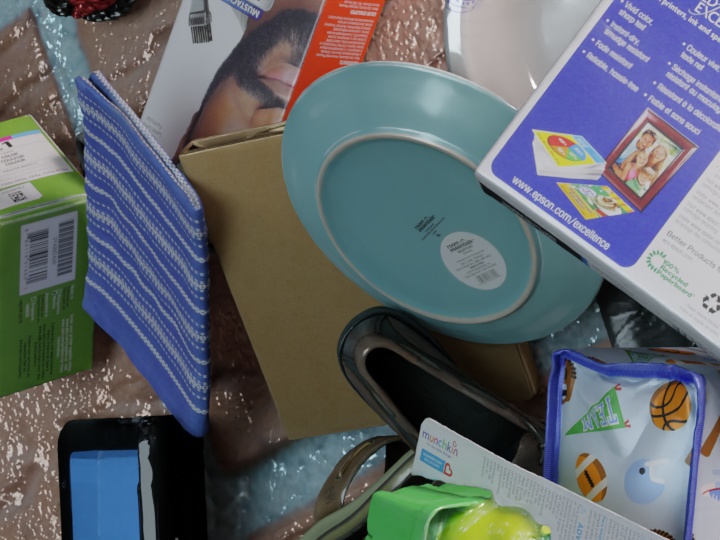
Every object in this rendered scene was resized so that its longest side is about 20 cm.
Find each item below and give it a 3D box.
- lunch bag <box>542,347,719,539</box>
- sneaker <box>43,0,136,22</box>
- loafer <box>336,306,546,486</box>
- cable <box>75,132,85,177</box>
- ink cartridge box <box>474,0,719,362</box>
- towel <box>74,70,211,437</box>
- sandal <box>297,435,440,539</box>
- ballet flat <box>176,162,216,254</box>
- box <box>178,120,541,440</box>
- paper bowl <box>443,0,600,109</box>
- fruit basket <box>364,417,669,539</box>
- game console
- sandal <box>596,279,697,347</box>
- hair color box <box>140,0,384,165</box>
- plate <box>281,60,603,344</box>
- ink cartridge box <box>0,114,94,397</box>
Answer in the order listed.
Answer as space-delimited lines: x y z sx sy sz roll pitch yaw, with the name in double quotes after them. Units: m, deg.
0.183 0.146 1.557 0.123 0.169 0.202 9 94 43 "lunch bag"
-0.154 -0.243 1.860 0.200 0.079 0.096 -38 49 50 "sneaker"
0.066 0.101 1.653 0.200 0.063 0.072 39 96 -6 "loafer"
-0.134 -0.021 1.865 0.050 0.097 0.201 -23 79 -7 "cable"
0.195 -0.069 1.496 0.197 0.047 0.200 37 85 16 "ink cartridge box"
-0.133 -0.007 1.775 0.145 0.024 0.201 49 151 37 "towel"
0.005 0.134 1.754 0.201 0.080 0.058 -37 63 32 "sandal"
-0.033 -0.038 1.742 0.199 0.074 0.075 2 91 12 "ballet flat"
0.000 0.000 1.702 0.162 0.021 0.201 -11 116 21 "box"
0.150 -0.135 1.597 0.199 0.104 0.202 2 102 11 "paper bowl"
0.085 0.192 1.486 0.199 0.093 0.187 21 107 40 "fruit basket"
-0.157 0.195 1.860 0.116 0.176 0.202 -4 88 9 "game console"
0.141 -0.034 1.665 0.075 0.048 0.201 -33 70 33 "sandal"
-0.058 -0.143 1.813 0.111 0.064 0.201 31 109 33 "hair color box"
0.040 -0.029 1.609 0.199 0.026 0.201 19 138 18 "plate"
-0.252 -0.038 1.927 0.200 0.075 0.149 48 143 40 "ink cartridge box"
